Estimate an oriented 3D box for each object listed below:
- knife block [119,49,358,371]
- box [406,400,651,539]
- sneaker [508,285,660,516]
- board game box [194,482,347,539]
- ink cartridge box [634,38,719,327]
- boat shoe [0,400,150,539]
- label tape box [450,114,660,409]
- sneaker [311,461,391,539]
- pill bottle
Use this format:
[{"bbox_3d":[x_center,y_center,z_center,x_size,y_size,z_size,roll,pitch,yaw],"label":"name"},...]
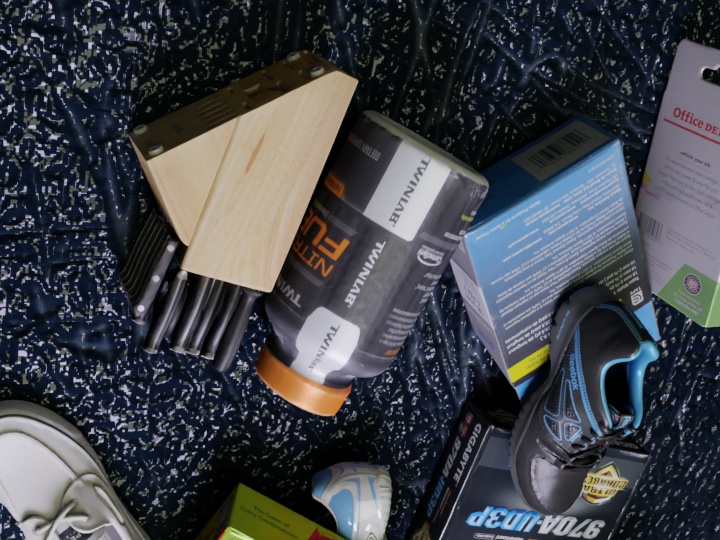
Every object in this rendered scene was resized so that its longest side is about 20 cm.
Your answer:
[{"bbox_3d":[-0.077,-0.030,0.685,0.197,0.064,0.178,-28,122,-12],"label":"knife block"},{"bbox_3d":[0.152,0.212,0.911,0.197,0.046,0.161,15,106,-30],"label":"box"},{"bbox_3d":[0.172,0.117,0.785,0.072,0.082,0.204,-4,118,-27],"label":"sneaker"},{"bbox_3d":[-0.038,0.257,0.789,0.198,0.048,0.102,31,121,-13],"label":"board game box"},{"bbox_3d":[0.287,-0.072,0.802,0.066,0.117,0.204,-2,114,-24],"label":"ink cartridge box"},{"bbox_3d":[-0.206,0.180,0.715,0.071,0.066,0.202,-29,118,-8],"label":"boat shoe"},{"bbox_3d":[0.153,0.002,0.805,0.143,0.063,0.202,-29,125,-10],"label":"label tape box"},{"bbox_3d":[-0.007,0.243,0.847,0.071,0.072,0.204,1,120,6],"label":"sneaker"},{"bbox_3d":[0.000,0.000,0.708,0.105,0.106,0.202,23,102,-31],"label":"pill bottle"}]
